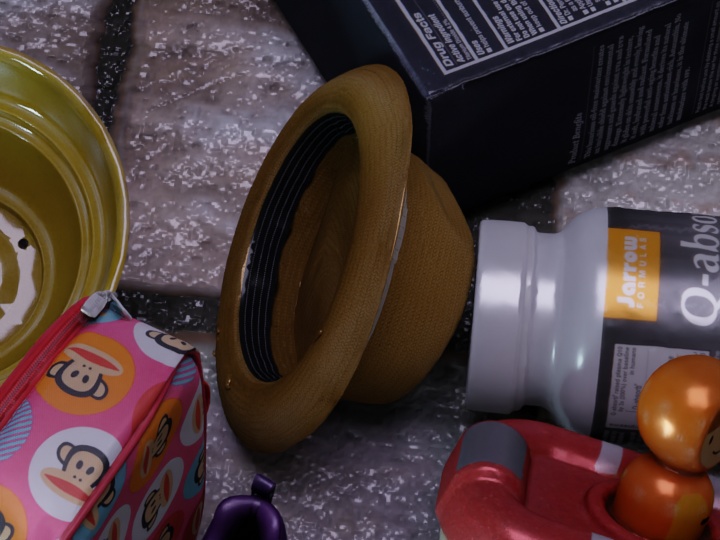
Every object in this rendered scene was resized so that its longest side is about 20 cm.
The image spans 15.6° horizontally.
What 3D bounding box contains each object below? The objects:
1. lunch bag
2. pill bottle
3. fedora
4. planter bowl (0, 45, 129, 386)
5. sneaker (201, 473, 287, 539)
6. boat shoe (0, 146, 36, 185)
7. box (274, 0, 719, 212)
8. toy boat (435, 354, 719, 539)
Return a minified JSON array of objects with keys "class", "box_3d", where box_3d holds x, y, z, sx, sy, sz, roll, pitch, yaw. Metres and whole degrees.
[{"class":"lunch bag","box_3d":[-0.122,0.108,1.180,0.082,0.200,0.176,26,57,14]},{"class":"pill bottle","box_3d":[0.154,0.030,1.289,0.199,0.117,0.117,5,56,1]},{"class":"fedora","box_3d":[0.000,0.000,1.294,0.082,0.201,0.201,19,52,-25]},{"class":"planter bowl","box_3d":[-0.209,-0.008,1.308,0.200,0.083,0.201,-1,71,2]},{"class":"sneaker","box_3d":[-0.080,0.190,1.193,0.074,0.088,0.200,12,57,7]},{"class":"boat shoe","box_3d":[-0.238,-0.096,1.390,0.199,0.072,0.068,20,60,9]},{"class":"box","box_3d":[0.073,-0.158,1.407,0.198,0.123,0.200,-21,58,-16]},{"class":"toy boat","box_3d":[0.139,0.099,1.174,0.199,0.131,0.131,17,23,0]}]
